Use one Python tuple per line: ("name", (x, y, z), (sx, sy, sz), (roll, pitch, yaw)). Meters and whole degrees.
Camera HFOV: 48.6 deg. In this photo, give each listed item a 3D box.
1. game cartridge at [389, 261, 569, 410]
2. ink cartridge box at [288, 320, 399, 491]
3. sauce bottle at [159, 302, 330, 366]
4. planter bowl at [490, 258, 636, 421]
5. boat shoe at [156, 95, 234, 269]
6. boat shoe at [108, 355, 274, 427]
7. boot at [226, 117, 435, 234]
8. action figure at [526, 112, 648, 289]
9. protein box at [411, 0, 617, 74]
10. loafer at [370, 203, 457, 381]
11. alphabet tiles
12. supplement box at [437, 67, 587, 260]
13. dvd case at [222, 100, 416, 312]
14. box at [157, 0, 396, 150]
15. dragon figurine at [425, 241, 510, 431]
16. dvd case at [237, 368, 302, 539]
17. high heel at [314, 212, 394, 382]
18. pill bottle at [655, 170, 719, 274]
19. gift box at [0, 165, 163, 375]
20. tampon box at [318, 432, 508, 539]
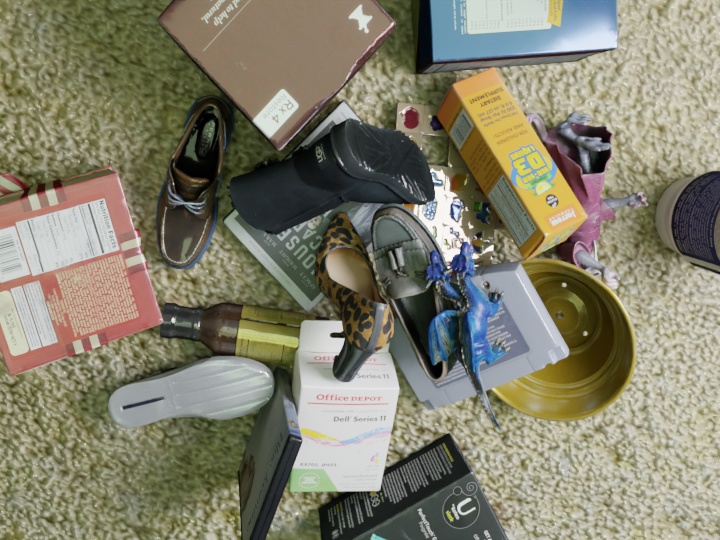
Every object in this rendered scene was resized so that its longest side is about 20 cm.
("game cartridge", (0.125, 0.074, 0.923), (0.198, 0.041, 0.134), (-27, 100, 33))
("ink cartridge box", (-0.022, 0.159, 0.918), (0.114, 0.068, 0.204), (2, 121, -10))
("sauce bottle", (-0.134, 0.071, 0.937), (0.195, 0.065, 0.066), (10, 98, -5))
("planter bowl", (0.227, 0.068, 0.937), (0.196, 0.083, 0.205), (11, 115, 23))
("boat shoe", (-0.193, -0.098, 0.899), (0.071, 0.072, 0.205), (11, 98, -6))
("boat shoe", (-0.195, 0.134, 0.937), (0.195, 0.071, 0.074), (-7, 100, 3))
("boot", (-0.029, -0.093, 0.872), (0.166, 0.199, 0.078), (-20, 75, 30))
("action figure", (0.247, -0.066, 0.926), (0.146, 0.134, 0.203), (13, 130, 28))
("protein box", (0.158, -0.327, 0.860), (0.195, 0.135, 0.203), (-5, 99, -4))
("loafer", (0.063, 0.027, 0.861), (0.071, 0.063, 0.203), (-14, 114, 25))
("alphabet tiles", (0.115, -0.087, 0.941), (0.163, 0.008, 0.205), (4, 93, -11))
("supplement box", (0.165, -0.118, 0.880), (0.066, 0.069, 0.203), (-24, 78, -21))
("dvd case", (-0.042, -0.073, 0.940), (0.200, 0.025, 0.150), (-44, 100, 2))
("box", (-0.082, -0.242, 0.822), (0.166, 0.200, 0.164), (-44, 99, 3))
("dragon figurine", (0.108, 0.070, 0.833), (0.058, 0.098, 0.205), (4, 96, 39))
("dvd case", (-0.105, 0.209, 0.890), (0.017, 0.200, 0.145), (19, 99, -14))
("high heel", (0.000, 0.000, 0.839), (0.070, 0.143, 0.204), (4, 61, -16))
("pill bottle", (0.418, -0.052, 0.892), (0.113, 0.200, 0.119), (-1, 100, -6))
("gift box", (-0.329, -0.013, 0.842), (0.196, 0.186, 0.189), (-14, 102, -18))
("tampon box", (0.068, 0.325, 0.960), (0.197, 0.126, 0.152), (-28, 101, 0))
